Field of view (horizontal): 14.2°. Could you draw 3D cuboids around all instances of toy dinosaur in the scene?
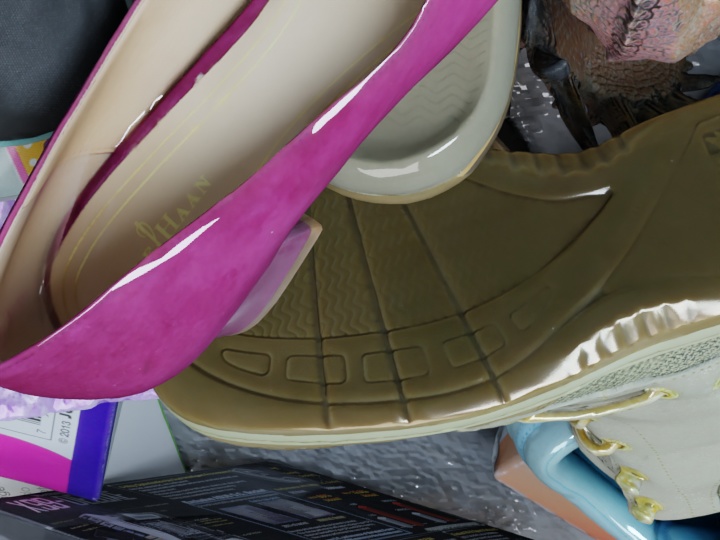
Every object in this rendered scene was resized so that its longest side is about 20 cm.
[{"bbox_3d":[0.074,-0.081,0.713,0.086,0.200,0.136,37,102,7],"label":"toy dinosaur"}]

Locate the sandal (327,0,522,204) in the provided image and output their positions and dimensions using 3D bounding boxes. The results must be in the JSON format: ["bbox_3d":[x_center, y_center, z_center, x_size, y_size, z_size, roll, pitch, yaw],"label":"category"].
[{"bbox_3d":[0.001,-0.117,0.666,0.080,0.201,0.054,-3,178,14],"label":"sandal"}]

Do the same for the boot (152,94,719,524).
[{"bbox_3d":[0.050,0.022,0.744,0.199,0.072,0.155,-15,157,0],"label":"boot"}]

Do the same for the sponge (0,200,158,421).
[{"bbox_3d":[-0.135,-0.004,0.777,0.199,0.030,0.112,-10,126,-5],"label":"sponge"}]

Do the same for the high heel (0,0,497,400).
[{"bbox_3d":[-0.017,-0.058,0.606,0.067,0.096,0.201,30,111,21],"label":"high heel"}]

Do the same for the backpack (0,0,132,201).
[{"bbox_3d":[-0.135,-0.110,0.691,0.175,0.201,0.154,-8,144,7],"label":"backpack"}]

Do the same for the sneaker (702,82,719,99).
[{"bbox_3d":[0.157,-0.037,0.810,0.078,0.070,0.200,33,139,-18],"label":"sneaker"}]

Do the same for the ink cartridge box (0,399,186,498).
[{"bbox_3d":[-0.174,0.075,1.039,0.199,0.084,0.146,1,143,14],"label":"ink cartridge box"}]

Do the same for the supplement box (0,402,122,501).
[{"bbox_3d":[-0.163,-0.016,0.904,0.199,0.104,0.101,13,143,-3],"label":"supplement box"}]

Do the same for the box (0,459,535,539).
[{"bbox_3d":[-0.016,0.110,0.944,0.157,0.050,0.200,15,-173,26],"label":"box"}]

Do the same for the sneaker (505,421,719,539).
[{"bbox_3d":[0.117,0.072,0.887,0.199,0.082,0.074,24,129,-27],"label":"sneaker"}]

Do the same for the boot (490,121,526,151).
[{"bbox_3d":[0.000,0.000,0.846,0.077,0.139,0.200,0,142,16],"label":"boot"}]

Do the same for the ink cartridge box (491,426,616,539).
[{"bbox_3d":[0.167,0.055,0.946,0.162,0.050,0.200,32,142,-25],"label":"ink cartridge box"}]
